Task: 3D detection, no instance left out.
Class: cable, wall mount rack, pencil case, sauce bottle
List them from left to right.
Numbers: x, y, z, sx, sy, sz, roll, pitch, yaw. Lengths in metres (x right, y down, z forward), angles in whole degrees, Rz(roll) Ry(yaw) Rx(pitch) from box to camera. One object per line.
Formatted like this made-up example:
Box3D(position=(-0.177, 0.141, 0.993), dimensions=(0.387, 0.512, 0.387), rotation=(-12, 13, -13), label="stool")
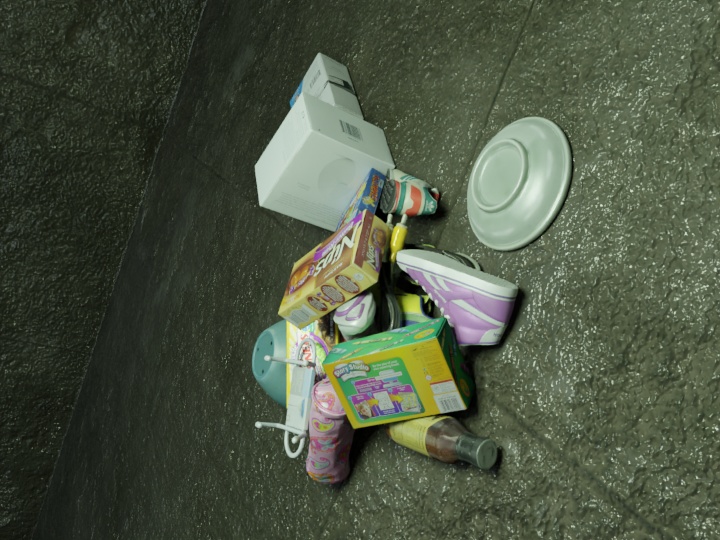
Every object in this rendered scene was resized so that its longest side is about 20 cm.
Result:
Box3D(position=(-0.112, 0.212, 1.112), dimensions=(0.172, 0.073, 0.205), rotation=(-5, 76, 56), label="wall mount rack")
Box3D(position=(-0.049, 0.270, 1.121), dimensions=(0.088, 0.085, 0.203), rotation=(-115, 24, -46), label="pencil case")
Box3D(position=(0.035, 0.011, 1.067), dimensions=(0.096, 0.050, 0.204), rotation=(-20, 52, 51), label="cable")
Box3D(position=(0.115, 0.240, 0.962), dimensions=(0.198, 0.065, 0.068), rotation=(4, 80, 55), label="sauce bottle")

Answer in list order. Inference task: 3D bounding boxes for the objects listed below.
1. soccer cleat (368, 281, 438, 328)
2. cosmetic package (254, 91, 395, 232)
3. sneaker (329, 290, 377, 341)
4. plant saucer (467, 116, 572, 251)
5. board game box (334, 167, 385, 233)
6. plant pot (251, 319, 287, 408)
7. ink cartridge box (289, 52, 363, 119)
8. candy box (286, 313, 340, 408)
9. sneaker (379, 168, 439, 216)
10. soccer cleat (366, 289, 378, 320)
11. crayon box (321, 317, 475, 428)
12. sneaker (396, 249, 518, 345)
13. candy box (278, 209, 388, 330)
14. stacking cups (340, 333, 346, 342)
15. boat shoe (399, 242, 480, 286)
Box3D(position=(0.076, 0.064, 1.098), dimensions=(0.083, 0.065, 0.201), rotation=(-41, 35, 2), label="soccer cleat")
Box3D(position=(-0.074, -0.204, 1.310), dimensions=(0.200, 0.196, 0.125), rotation=(-48, 40, 33), label="cosmetic package")
Box3D(position=(0.004, 0.087, 1.077), dimensions=(0.074, 0.101, 0.200), rotation=(-34, 2, -4), label="sneaker")
Box3D(position=(0.215, -0.133, 0.978), dimensions=(0.199, 0.049, 0.205), rotation=(-29, 54, 49), label="plant saucer")
Box3D(position=(-0.014, -0.082, 1.223), dimensions=(0.136, 0.034, 0.202), rotation=(-54, 12, 39), label="board game box")
Box3D(position=(-0.133, 0.176, 1.300), dimensions=(0.199, 0.133, 0.205), rotation=(-29, 54, 49), label="plant pot")
Box3D(position=(-0.080, -0.359, 1.491), dimensions=(0.145, 0.083, 0.203), rotation=(-50, 39, 34), label="ink cartridge box")
Box3D(position=(-0.085, 0.145, 1.206), dimensions=(0.100, 0.026, 0.206), rotation=(-4, 80, 12), label="candy box")
Box3D(position=(0.086, -0.128, 1.162), dimensions=(0.200, 0.091, 0.072), rotation=(-95, 18, -76), label="sneaker")
Box3D(position=(0.000, 0.000, 1.216), dimensions=(0.064, 0.082, 0.205), rotation=(-13, 66, 54), label="soccer cleat")
Box3D(position=(0.054, 0.153, 0.978), dimensions=(0.196, 0.121, 0.058), rotation=(-16, 18, 29), label="crayon box")
Box3D(position=(0.124, 0.045, 0.976), dimensions=(0.198, 0.072, 0.117), rotation=(26, 111, 35), label="sneaker")
Box3D(position=(-0.044, 0.002, 1.074), dimensions=(0.199, 0.056, 0.118), rotation=(-35, 30, 41), label="candy box")
Box3D(position=(-0.026, 0.064, 1.267), dimensions=(0.060, 0.059, 0.204), rotation=(-37, 53, 43), label="stacking cups")
Box3D(position=(0.109, -0.003, 1.072), dimensions=(0.200, 0.060, 0.073), rotation=(13, 86, 58), label="boat shoe")
